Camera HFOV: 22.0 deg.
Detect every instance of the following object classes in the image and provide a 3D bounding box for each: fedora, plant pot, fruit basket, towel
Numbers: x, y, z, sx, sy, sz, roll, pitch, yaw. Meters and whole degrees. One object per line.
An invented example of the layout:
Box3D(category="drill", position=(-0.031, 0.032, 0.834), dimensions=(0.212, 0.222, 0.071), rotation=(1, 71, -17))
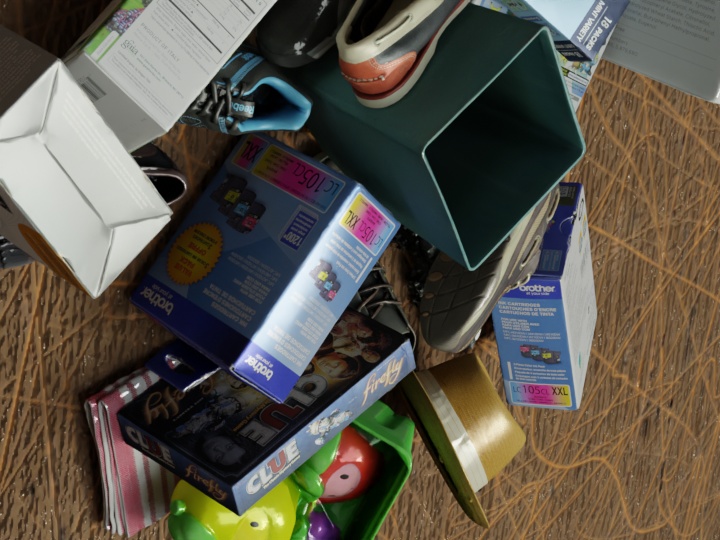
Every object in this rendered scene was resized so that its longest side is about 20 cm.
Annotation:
Box3D(category="fedora", position=(0.094, 0.135, 1.659), dimensions=(0.082, 0.201, 0.201), rotation=(-28, 136, -3))
Box3D(category="plant pot", position=(0.044, -0.129, 1.435), dimensions=(0.141, 0.200, 0.141), rotation=(-45, 140, -17))
Box3D(category="fruit basket", position=(-0.063, 0.196, 1.538), dimensions=(0.216, 0.155, 0.216), rotation=(-57, 171, -14))
Box3D(category="towel", position=(-0.140, 0.117, 1.530), dimensions=(0.200, 0.030, 0.147), rotation=(-32, 134, -35))

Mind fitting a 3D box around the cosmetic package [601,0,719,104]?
Box3D(category="cosmetic package", position=(0.332, -0.270, 1.693), dimensions=(0.164, 0.165, 0.201), rotation=(-5, 116, -48))

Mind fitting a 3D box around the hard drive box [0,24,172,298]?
Box3D(category="hard drive box", position=(-0.233, -0.090, 1.153), dimensions=(0.077, 0.200, 0.156), rotation=(-48, 140, -14))

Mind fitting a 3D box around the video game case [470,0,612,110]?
Box3D(category="video game case", position=(0.139, -0.188, 1.603), dimensions=(0.200, 0.022, 0.183), rotation=(17, 100, -50))

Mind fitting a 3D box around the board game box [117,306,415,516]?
Box3D(category="board game box", position=(-0.073, 0.095, 1.460), dimensions=(0.200, 0.135, 0.035), rotation=(-39, 137, -31))

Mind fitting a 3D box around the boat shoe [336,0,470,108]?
Box3D(category="boat shoe", position=(0.039, -0.213, 1.370), dimensions=(0.200, 0.071, 0.063), rotation=(-62, 143, -28))

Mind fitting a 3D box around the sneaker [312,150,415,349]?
Box3D(category="sneaker", position=(0.000, 0.000, 1.543), dimensions=(0.075, 0.106, 0.201), rotation=(-28, 132, -34))

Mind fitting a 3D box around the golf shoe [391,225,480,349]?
Box3D(category="golf shoe", position=(0.088, -0.014, 1.658), dimensions=(0.094, 0.078, 0.200), rotation=(-42, 140, -22))

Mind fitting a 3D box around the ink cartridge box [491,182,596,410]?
Box3D(category="ink cartridge box", position=(0.169, 0.011, 1.719), dimensions=(0.137, 0.076, 0.201), rotation=(-72, 159, -46))

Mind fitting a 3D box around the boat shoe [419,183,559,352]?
Box3D(category="boat shoe", position=(0.122, -0.013, 1.590), dimensions=(0.073, 0.074, 0.201), rotation=(37, 77, -42))

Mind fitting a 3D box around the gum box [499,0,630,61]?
Box3D(category="gum box", position=(0.154, -0.297, 1.501), dimensions=(0.200, 0.045, 0.170), rotation=(36, 81, -22))

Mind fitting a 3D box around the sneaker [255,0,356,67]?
Box3D(category="sneaker", position=(-0.025, -0.255, 1.367), dimensions=(0.200, 0.075, 0.116), rotation=(-59, 159, -18))

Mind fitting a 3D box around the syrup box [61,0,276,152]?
Box3D(category="syrup box", position=(-0.118, -0.181, 1.272), dimensions=(0.081, 0.079, 0.200), rotation=(43, 63, -16))

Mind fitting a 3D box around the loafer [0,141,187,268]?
Box3D(category="loafer", position=(-0.212, -0.047, 1.313), dimensions=(0.200, 0.063, 0.072), rotation=(-25, 130, -36))

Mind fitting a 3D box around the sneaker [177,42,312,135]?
Box3D(category="sneaker", position=(-0.120, -0.139, 1.343), dimensions=(0.200, 0.082, 0.073), rotation=(-2, 117, -46))

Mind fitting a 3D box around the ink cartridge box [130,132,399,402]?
Box3D(category="ink cartridge box", position=(-0.082, 0.007, 1.420), dimensions=(0.200, 0.136, 0.076), rotation=(-57, 138, -5))
